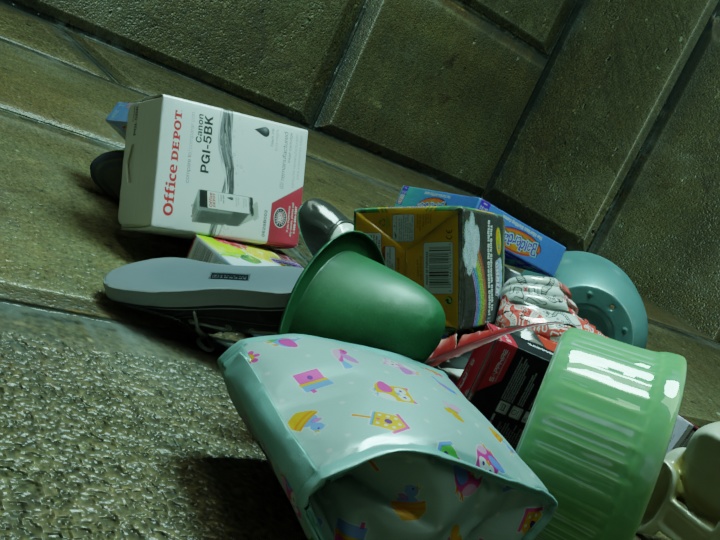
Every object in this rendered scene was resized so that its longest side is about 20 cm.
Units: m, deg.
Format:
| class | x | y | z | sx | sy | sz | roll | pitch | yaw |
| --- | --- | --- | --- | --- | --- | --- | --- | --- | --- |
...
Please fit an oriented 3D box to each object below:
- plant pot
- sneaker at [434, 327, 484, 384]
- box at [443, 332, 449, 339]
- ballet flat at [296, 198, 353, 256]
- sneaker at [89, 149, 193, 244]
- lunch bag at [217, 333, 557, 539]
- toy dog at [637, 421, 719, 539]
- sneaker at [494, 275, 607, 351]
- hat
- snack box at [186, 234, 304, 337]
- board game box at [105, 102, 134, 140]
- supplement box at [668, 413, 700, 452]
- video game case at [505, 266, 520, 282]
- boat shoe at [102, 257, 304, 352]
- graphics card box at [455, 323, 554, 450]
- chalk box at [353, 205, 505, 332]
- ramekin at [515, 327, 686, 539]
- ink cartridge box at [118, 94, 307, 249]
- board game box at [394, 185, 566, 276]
| class | x | y | z | sx | sy | sz | roll | pitch | yaw |
| --- | --- | --- | --- | --- | --- | --- | --- | --- | --- |
| plant pot | 0.288 | 0.078 | 1.084 | 0.199 | 0.203 | 0.161 | 27 | 7 | 8 |
| sneaker | 0.110 | 0.100 | 0.909 | 0.199 | 0.074 | 0.086 | 20 | 56 | -59 |
| box | 0.110 | 0.055 | 1.085 | 0.094 | 0.101 | 0.200 | 24 | 12 | 0 |
| ballet flat | 0.000 | 0.000 | 0.947 | 0.068 | 0.068 | 0.201 | 0 | -51 | 47 |
| sneaker | -0.255 | -0.092 | 1.024 | 0.198 | 0.075 | 0.081 | 26 | 16 | 5 |
| lunch bag | 0.005 | 0.126 | 0.555 | 0.198 | 0.123 | 0.170 | 24 | 12 | -34 |
| toy dog | 0.394 | 0.218 | 0.820 | 0.198 | 0.197 | 0.139 | 10 | 7 | -33 |
| sneaker | 0.240 | 0.071 | 0.881 | 0.198 | 0.068 | 0.109 | 18 | 49 | -8 |
| hat | 0.053 | 0.061 | 0.654 | 0.174 | 0.201 | 0.167 | 14 | -32 | 29 |
| snack box | -0.083 | 0.034 | 0.893 | 0.199 | 0.054 | 0.141 | 36 | 16 | 35 |
| board game box | -0.222 | -0.137 | 1.069 | 0.150 | 0.037 | 0.200 | 15 | -26 | 46 |
| supplement box | 0.393 | 0.211 | 1.041 | 0.199 | 0.061 | 0.109 | 31 | 6 | -46 |
| video game case | 0.130 | -0.020 | 1.206 | 0.198 | 0.022 | 0.182 | 24 | -3 | 4 |
| boat shoe | -0.139 | 0.032 | 0.758 | 0.196 | 0.069 | 0.074 | 1 | 26 | -1 |
| graphics card box | 0.186 | 0.148 | 0.813 | 0.198 | 0.127 | 0.051 | 22 | 12 | -13 |
| chalk box | 0.086 | -0.002 | 0.897 | 0.122 | 0.127 | 0.199 | 1 | -1 | 25 |
| ramekin | 0.182 | 0.146 | 0.666 | 0.096 | 0.203 | 0.200 | 21 | 11 | 16 |
| ink cartridge box | -0.167 | -0.108 | 0.949 | 0.198 | 0.149 | 0.082 | 6 | -2 | -41 |
| board game box | 0.151 | -0.055 | 1.082 | 0.151 | 0.046 | 0.200 | 25 | -1 | -26 |
